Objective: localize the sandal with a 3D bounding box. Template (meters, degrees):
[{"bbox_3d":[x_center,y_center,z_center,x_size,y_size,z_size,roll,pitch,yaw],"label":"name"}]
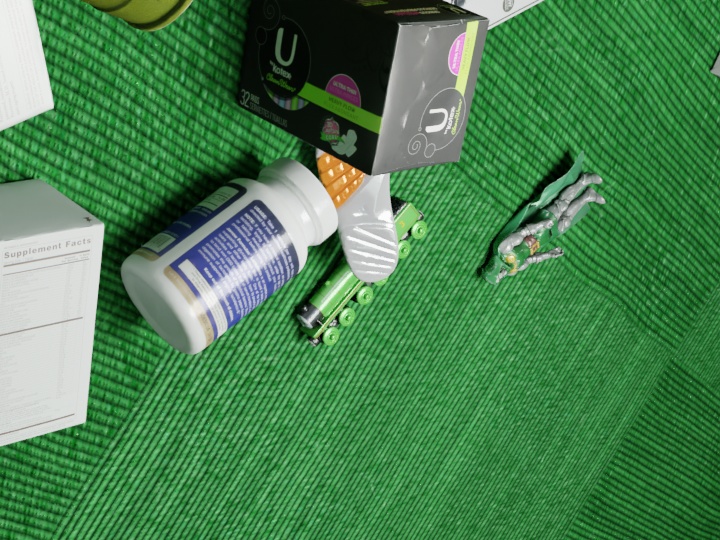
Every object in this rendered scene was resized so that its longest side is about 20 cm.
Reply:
[{"bbox_3d":[-0.008,-0.087,1.510,0.079,0.059,0.207,-14,116,-12],"label":"sandal"}]

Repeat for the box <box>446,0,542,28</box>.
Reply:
[{"bbox_3d":[0.118,-0.315,1.500,0.200,0.060,0.117,-30,133,-31],"label":"box"}]

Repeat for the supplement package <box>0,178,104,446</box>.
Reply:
[{"bbox_3d":[-0.306,0.036,1.230,0.114,0.110,0.200,-12,122,-42],"label":"supplement package"}]

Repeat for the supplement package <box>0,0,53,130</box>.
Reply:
[{"bbox_3d":[-0.353,-0.153,1.056,0.200,0.117,0.117,-31,134,-32],"label":"supplement package"}]

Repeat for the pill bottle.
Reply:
[{"bbox_3d":[-0.125,-0.019,1.384,0.200,0.116,0.116,-39,137,-22],"label":"pill bottle"}]

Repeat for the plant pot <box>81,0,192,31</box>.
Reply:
[{"bbox_3d":[-0.226,-0.302,1.060,0.193,0.200,0.201,10,106,-36],"label":"plant pot"}]

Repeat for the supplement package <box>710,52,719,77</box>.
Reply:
[{"bbox_3d":[0.632,-0.317,1.979,0.200,0.147,0.191,15,102,-49],"label":"supplement package"}]

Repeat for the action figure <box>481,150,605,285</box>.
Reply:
[{"bbox_3d":[0.229,-0.050,1.797,0.200,0.055,0.118,-41,141,-15],"label":"action figure"}]

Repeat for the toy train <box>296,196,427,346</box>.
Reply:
[{"bbox_3d":[0.000,0.000,1.592,0.200,0.042,0.056,-50,130,-11],"label":"toy train"}]

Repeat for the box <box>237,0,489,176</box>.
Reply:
[{"bbox_3d":[-0.001,-0.196,1.336,0.124,0.200,0.149,-13,122,-42],"label":"box"}]
